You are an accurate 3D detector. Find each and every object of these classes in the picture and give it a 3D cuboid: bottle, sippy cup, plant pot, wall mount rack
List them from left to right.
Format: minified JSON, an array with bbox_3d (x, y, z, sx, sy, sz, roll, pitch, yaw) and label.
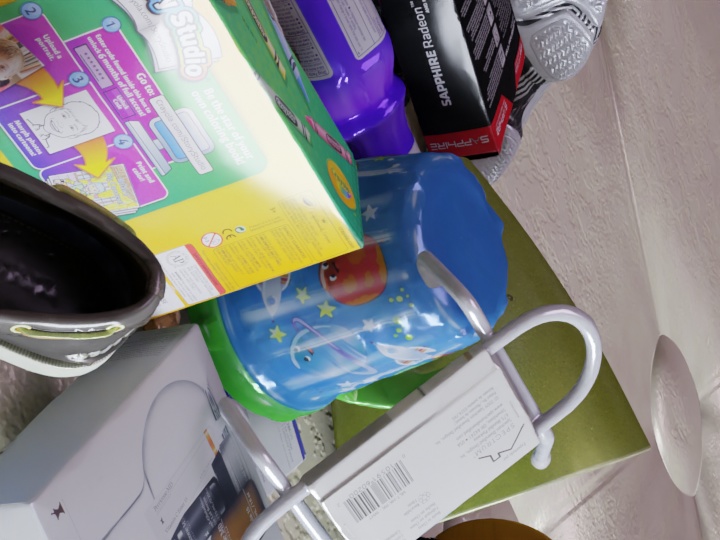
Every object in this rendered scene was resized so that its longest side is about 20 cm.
[{"bbox_3d":[-0.023,-0.137,1.029,0.065,0.083,0.200,-43,124,-21],"label":"bottle"},{"bbox_3d":[0.000,0.000,0.881,0.178,0.130,0.140,11,70,-56],"label":"sippy cup"},{"bbox_3d":[0.027,0.091,0.812,0.075,0.200,0.174,47,-9,52],"label":"wall mount rack"},{"bbox_3d":[0.053,0.041,1.036,0.187,0.187,0.201,-4,74,-63],"label":"plant pot"}]

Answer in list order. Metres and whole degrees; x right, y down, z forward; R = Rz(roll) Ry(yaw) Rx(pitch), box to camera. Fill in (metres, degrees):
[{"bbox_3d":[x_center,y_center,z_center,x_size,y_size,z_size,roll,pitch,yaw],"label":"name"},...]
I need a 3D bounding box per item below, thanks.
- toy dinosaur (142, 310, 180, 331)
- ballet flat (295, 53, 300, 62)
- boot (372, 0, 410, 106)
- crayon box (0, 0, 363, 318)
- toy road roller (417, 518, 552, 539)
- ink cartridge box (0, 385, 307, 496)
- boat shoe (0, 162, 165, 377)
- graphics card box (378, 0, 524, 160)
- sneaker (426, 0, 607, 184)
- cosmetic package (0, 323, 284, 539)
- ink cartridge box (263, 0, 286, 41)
[{"bbox_3d":[-0.127,-0.050,0.813,0.200,0.060,0.106,54,27,-26],"label":"toy dinosaur"},{"bbox_3d":[-0.049,-0.028,0.996,0.066,0.056,0.201,-107,-170,-86],"label":"ballet flat"},{"bbox_3d":[0.008,-0.219,1.132,0.163,0.073,0.199,-71,148,-41],"label":"boot"},{"bbox_3d":[-0.090,-0.071,0.707,0.200,0.118,0.058,58,19,-44],"label":"crayon box"},{"bbox_3d":[0.078,0.252,1.046,0.146,0.122,0.201,61,33,-77],"label":"toy road roller"},{"bbox_3d":[-0.096,0.092,0.857,0.200,0.039,0.100,-36,112,-59],"label":"ink cartridge box"},{"bbox_3d":[-0.165,-0.020,0.601,0.200,0.061,0.072,19,65,-23],"label":"boat shoe"},{"bbox_3d":[0.049,-0.183,1.068,0.126,0.051,0.201,-71,149,-49],"label":"graphics card box"},{"bbox_3d":[0.112,-0.159,1.224,0.075,0.200,0.115,27,34,-6],"label":"sneaker"},{"bbox_3d":[-0.088,0.147,0.762,0.151,0.051,0.201,-49,125,-54],"label":"cosmetic package"},{"bbox_3d":[-0.122,-0.153,0.756,0.068,0.116,0.201,-2,66,-63],"label":"ink cartridge box"}]
